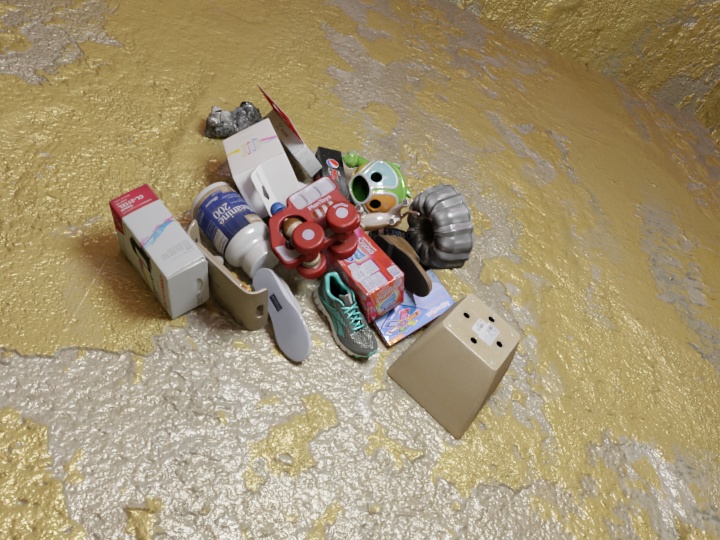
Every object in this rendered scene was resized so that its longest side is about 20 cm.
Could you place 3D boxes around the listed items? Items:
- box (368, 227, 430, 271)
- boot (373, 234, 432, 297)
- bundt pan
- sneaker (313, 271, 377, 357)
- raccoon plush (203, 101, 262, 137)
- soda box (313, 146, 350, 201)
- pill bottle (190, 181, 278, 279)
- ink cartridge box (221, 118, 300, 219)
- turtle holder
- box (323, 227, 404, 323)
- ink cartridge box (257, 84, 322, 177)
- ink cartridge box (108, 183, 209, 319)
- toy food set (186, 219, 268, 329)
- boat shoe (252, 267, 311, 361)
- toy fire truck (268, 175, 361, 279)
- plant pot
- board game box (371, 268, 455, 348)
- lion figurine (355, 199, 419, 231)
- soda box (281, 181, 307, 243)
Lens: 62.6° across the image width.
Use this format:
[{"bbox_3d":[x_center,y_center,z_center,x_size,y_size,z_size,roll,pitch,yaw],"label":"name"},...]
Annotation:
[{"bbox_3d":[0.096,-0.017,1.426,0.156,0.046,0.203,17,44,-14],"label":"box"},{"bbox_3d":[0.111,-0.019,1.332,0.074,0.075,0.201,-8,42,-34],"label":"boot"},{"bbox_3d":[0.172,-0.094,1.367,0.074,0.204,0.204,-13,55,-26],"label":"bundt pan"},{"bbox_3d":[-0.031,0.087,1.217,0.077,0.092,0.201,-26,64,-29],"label":"sneaker"},{"bbox_3d":[-0.300,-0.344,1.498,0.199,0.097,0.134,41,51,13],"label":"raccoon plush"},{"bbox_3d":[-0.078,-0.228,1.521,0.069,0.064,0.203,9,46,-21],"label":"soda box"},{"bbox_3d":[-0.259,-0.081,1.244,0.110,0.112,0.200,-26,65,-43],"label":"pill bottle"},{"bbox_3d":[-0.217,-0.221,1.328,0.123,0.130,0.201,-26,42,-2],"label":"ink cartridge box"},{"bbox_3d":[0.034,-0.224,1.501,0.130,0.139,0.190,-6,84,-49],"label":"turtle holder"},{"bbox_3d":[0.000,0.000,1.278,0.098,0.097,0.200,-27,52,-21],"label":"box"},{"bbox_3d":[-0.191,-0.350,1.486,0.044,0.177,0.201,-39,51,0],"label":"ink cartridge box"},{"bbox_3d":[-0.372,-0.034,1.101,0.082,0.147,0.200,-31,67,-29],"label":"ink cartridge box"},{"bbox_3d":[-0.250,0.010,1.128,0.199,0.144,0.060,41,61,13],"label":"toy food set"},{"bbox_3d":[-0.144,0.085,1.179,0.203,0.073,0.065,65,16,14],"label":"boat shoe"},{"bbox_3d":[-0.101,-0.095,1.215,0.198,0.113,0.168,-32,63,-19],"label":"toy fire truck"},{"bbox_3d":[0.207,0.172,1.207,0.199,0.179,0.199,40,43,14],"label":"plant pot"},{"bbox_3d":[0.111,0.081,1.313,0.198,0.020,0.104,-27,73,-27],"label":"board game box"},{"bbox_3d":[0.038,-0.120,1.392,0.195,0.123,0.074,2,82,3],"label":"lion figurine"},{"bbox_3d":[-0.166,-0.122,1.366,0.062,0.069,0.202,19,43,-11],"label":"soda box"}]
